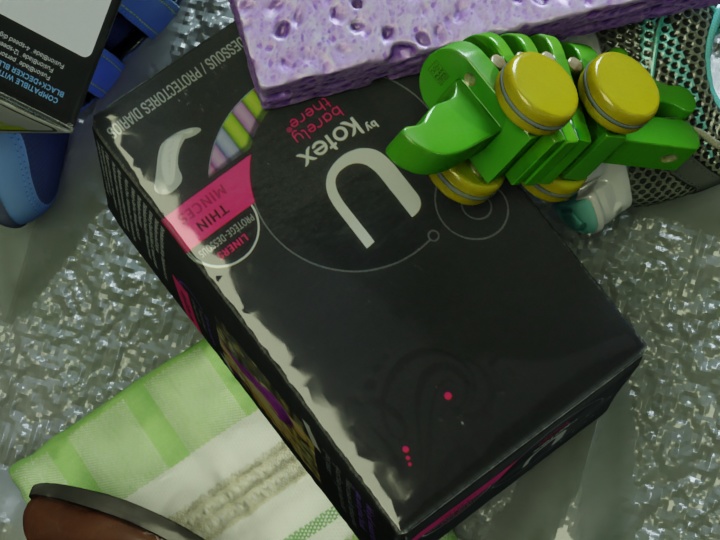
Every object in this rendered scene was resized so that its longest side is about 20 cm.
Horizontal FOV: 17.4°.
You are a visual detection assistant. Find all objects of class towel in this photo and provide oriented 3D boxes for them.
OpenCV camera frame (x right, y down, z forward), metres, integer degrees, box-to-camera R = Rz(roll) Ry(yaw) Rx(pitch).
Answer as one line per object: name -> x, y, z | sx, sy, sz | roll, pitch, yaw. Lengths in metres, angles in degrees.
towel -> -0.036, 0.126, 0.976 | 0.149, 0.031, 0.200 | -33, 77, 2

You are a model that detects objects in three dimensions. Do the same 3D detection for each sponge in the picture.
sponge -> 0.043, -0.137, 0.900 | 0.200, 0.030, 0.112 | -14, 75, -7

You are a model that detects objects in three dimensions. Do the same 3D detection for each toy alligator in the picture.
toy alligator -> 0.085, -0.063, 0.885 | 0.059, 0.200, 0.054 | -46, 58, 45

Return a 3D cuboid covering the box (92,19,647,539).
box -> 0.000, 0.000, 0.928 | 0.122, 0.106, 0.200 | -36, 79, -12

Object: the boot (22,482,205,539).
boot -> -0.097, 0.203, 0.916 | 0.188, 0.068, 0.200 | 34, 78, 0

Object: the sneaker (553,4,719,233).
sneaker -> 0.108, -0.117, 0.962 | 0.091, 0.078, 0.201 | -8, 86, -8

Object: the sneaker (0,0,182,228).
sneaker -> -0.117, -0.114, 0.990 | 0.082, 0.074, 0.200 | 10, 87, 9

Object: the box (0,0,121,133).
box -> -0.127, -0.154, 0.905 | 0.117, 0.060, 0.200 | 3, 70, 53
